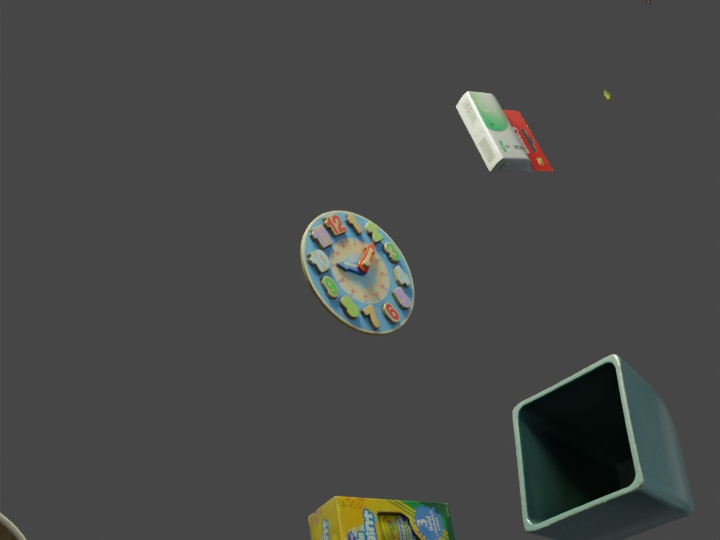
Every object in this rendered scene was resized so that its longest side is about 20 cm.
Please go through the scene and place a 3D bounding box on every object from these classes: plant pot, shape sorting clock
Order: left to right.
[{"bbox_3d":[0.000,0.000,1.237,0.197,0.039,0.203,21,47,-24],"label":"shape sorting clock"},{"bbox_3d":[0.358,0.276,1.202,0.198,0.195,0.198,29,43,-30],"label":"plant pot"}]

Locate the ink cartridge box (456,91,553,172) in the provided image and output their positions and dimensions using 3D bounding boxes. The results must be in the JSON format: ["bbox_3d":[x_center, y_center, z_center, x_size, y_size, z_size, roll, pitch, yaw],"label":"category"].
[{"bbox_3d":[0.297,-0.271,1.680,0.197,0.050,0.163,-6,62,-39],"label":"ink cartridge box"}]

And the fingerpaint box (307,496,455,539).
[{"bbox_3d":[0.037,0.366,0.955,0.164,0.073,0.203,13,51,-31],"label":"fingerpaint box"}]

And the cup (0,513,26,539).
[{"bbox_3d":[-0.356,0.292,0.650,0.197,0.143,0.203,21,46,-24],"label":"cup"}]
